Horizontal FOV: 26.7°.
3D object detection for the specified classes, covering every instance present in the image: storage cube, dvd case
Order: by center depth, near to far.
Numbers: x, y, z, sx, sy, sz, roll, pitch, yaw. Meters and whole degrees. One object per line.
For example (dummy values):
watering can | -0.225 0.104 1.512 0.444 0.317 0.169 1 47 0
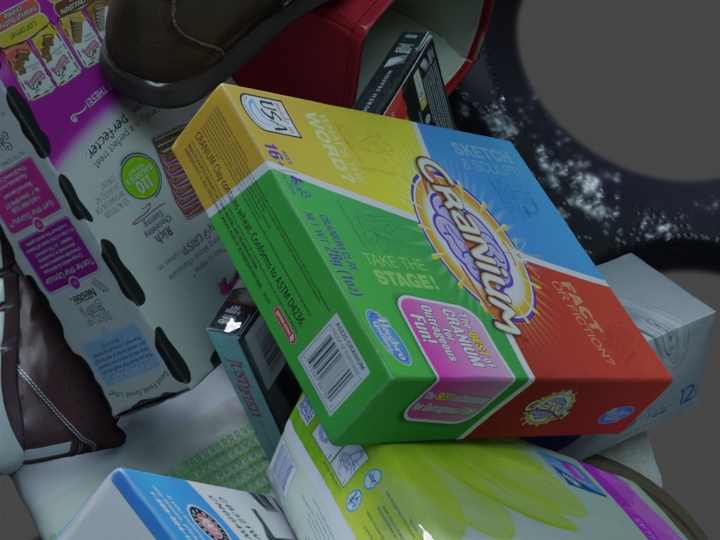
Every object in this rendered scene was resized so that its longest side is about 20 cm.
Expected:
dvd case | 0.000 0.000 0.761 0.022 0.147 0.201 13 55 27
storage cube | -0.033 -0.168 0.850 0.179 0.201 0.171 31 60 14

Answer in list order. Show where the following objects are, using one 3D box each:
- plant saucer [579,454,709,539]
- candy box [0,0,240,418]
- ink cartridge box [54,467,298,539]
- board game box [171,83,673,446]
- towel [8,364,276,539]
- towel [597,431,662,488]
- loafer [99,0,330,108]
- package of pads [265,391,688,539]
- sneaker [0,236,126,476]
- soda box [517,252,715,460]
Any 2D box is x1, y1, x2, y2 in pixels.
plant saucer | 0.101 0.186 0.744 0.197 0.029 0.203 3 74 -11
candy box | -0.111 -0.053 0.714 0.201 0.061 0.136 60 40 -10
ink cartridge box | -0.026 0.166 0.615 0.146 0.199 0.085 44 100 29
board game box | 0.031 0.000 0.654 0.199 0.040 0.154 4 46 -49
towel | -0.074 0.140 0.767 0.148 0.031 0.201 -26 71 -21
towel | 0.090 0.094 0.818 0.131 0.035 0.202 -2 61 -13
loafer | -0.040 -0.155 0.689 0.073 0.071 0.201 30 59 13
package of pads | 0.070 0.130 0.623 0.198 0.069 0.155 22 18 -31
sneaker | -0.150 -0.003 0.749 0.114 0.075 0.203 -1 85 -33
soda box | 0.081 0.059 0.756 0.198 0.064 0.068 -19 39 -28
